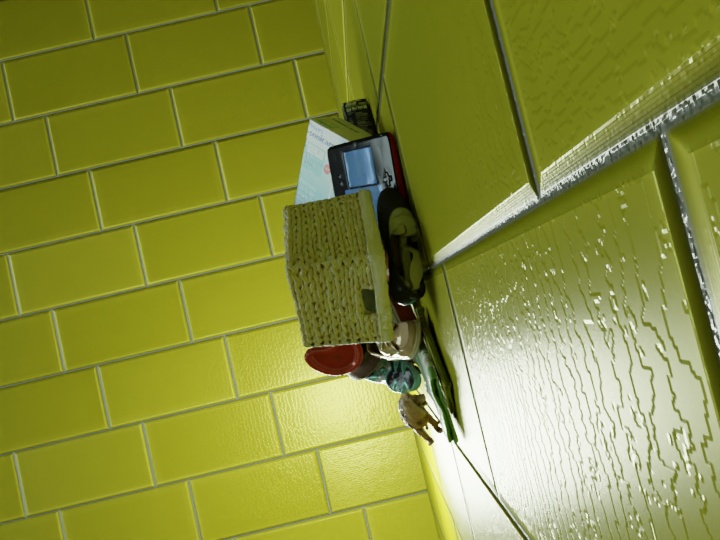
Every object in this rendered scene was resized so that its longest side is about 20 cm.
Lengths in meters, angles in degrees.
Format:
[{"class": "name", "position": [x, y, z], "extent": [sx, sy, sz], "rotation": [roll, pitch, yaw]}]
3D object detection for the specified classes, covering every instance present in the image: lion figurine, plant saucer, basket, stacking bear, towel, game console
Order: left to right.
[{"class": "stacking bear", "position": [-0.062, 0.122, 1.466], "extent": [0.200, 0.121, 0.114], "rotation": [-103, -14, -46]}, {"class": "basket", "position": [-0.037, 0.002, 1.128], "extent": [0.200, 0.161, 0.198], "rotation": [-102, 3, -51]}, {"class": "plant saucer", "position": [0.003, 0.146, 1.495], "extent": [0.200, 0.034, 0.200], "rotation": [-42, 36, 42]}, {"class": "game console", "position": [0.010, -0.152, 1.215], "extent": [0.200, 0.031, 0.177], "rotation": [1, 109, 54]}, {"class": "lion figurine", "position": [0.127, 0.328, 1.504], "extent": [0.122, 0.072, 0.200], "rotation": [44, 168, 5]}, {"class": "towel", "position": [0.135, 0.217, 1.255], "extent": [0.200, 0.031, 0.149], "rotation": [-102, -8, -71]}, {"class": "towel", "position": [0.141, 0.162, 1.230], "extent": [0.200, 0.018, 0.086], "rotation": [-105, -3, -48]}]

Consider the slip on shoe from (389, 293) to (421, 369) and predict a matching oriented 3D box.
[{"class": "slip on shoe", "position": [0.109, 0.127, 1.401], "extent": [0.200, 0.061, 0.074], "rotation": [64, 173, -2]}]

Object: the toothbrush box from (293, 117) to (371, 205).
[{"class": "toothbrush box", "position": [-0.046, -0.196, 1.364], "extent": [0.146, 0.085, 0.200], "rotation": [37, 125, 33]}]

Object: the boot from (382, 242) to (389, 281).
[{"class": "boot", "position": [0.028, -0.002, 1.330], "extent": [0.200, 0.155, 0.077], "rotation": [-104, 2, -52]}]

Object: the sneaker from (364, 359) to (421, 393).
[{"class": "sneaker", "position": [0.107, 0.229, 1.482], "extent": [0.200, 0.140, 0.078], "rotation": [12, 91, 57]}]

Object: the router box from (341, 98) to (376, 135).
[{"class": "router box", "position": [0.009, -0.274, 1.539], "extent": [0.200, 0.062, 0.150], "rotation": [78, 178, -64]}]

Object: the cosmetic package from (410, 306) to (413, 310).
[{"class": "cosmetic package", "position": [0.062, 0.103, 1.579], "extent": [0.081, 0.113, 0.200], "rotation": [-53, 30, 28]}]

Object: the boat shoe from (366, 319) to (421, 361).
[{"class": "boat shoe", "position": [0.062, 0.140, 1.302], "extent": [0.200, 0.069, 0.074], "rotation": [131, 144, -65]}]

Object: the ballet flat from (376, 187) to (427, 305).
[{"class": "ballet flat", "position": [0.074, -0.042, 1.094], "extent": [0.073, 0.073, 0.200], "rotation": [179, 84, -89]}]
